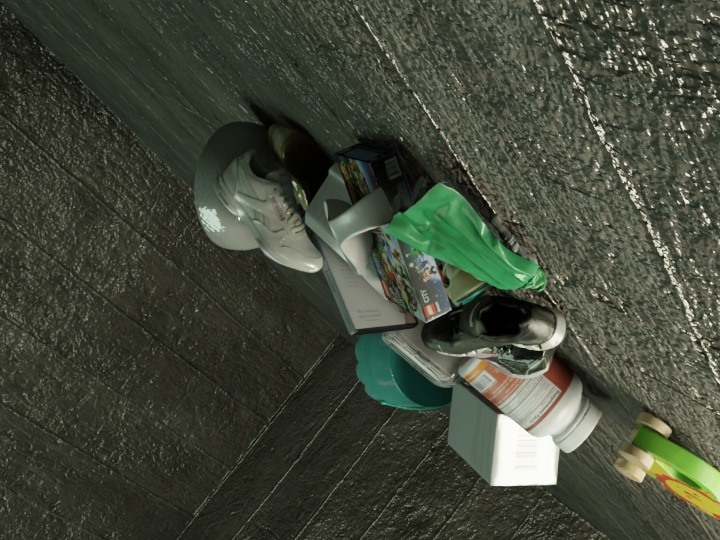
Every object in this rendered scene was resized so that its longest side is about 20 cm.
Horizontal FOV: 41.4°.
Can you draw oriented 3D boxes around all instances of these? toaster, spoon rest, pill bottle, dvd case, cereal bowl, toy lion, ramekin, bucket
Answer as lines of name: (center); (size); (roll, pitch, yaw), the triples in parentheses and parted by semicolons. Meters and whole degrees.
toaster: (0.122, 0.099, 1.558); (0.199, 0.130, 0.114); (40, 172, 2)
spoon rest: (-0.013, -0.049, 1.121); (0.100, 0.060, 0.200); (65, 166, 3)
pill bottle: (0.250, 0.169, 1.392); (0.199, 0.113, 0.112); (40, 173, 2)
dvd case: (0.000, 0.000, 1.418); (0.142, 0.018, 0.202); (-3, -118, -47)
cereal bowl: (-0.163, -0.129, 1.476); (0.082, 0.202, 0.200); (7, 155, 31)
toy lion: (0.448, 0.285, 1.304); (0.190, 0.069, 0.200); (30, 169, 21)
ramekin: (0.010, -0.047, 1.313); (0.202, 0.094, 0.202); (42, 179, 0)
bucket: (0.102, 0.151, 1.709); (0.207, 0.208, 0.134); (42, 164, -18)

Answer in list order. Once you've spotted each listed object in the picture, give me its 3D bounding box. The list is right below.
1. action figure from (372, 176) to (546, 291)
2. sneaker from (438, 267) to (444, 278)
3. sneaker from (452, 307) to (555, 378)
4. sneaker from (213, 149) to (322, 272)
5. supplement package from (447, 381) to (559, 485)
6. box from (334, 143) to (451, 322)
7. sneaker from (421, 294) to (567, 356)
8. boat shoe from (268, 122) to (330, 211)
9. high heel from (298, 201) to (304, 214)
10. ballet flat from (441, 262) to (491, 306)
action figure: (0.125, -0.028, 1.027); (0.199, 0.055, 0.118); (30, 147, -23)
sneaker: (0.063, 0.011, 1.506); (0.074, 0.087, 0.200); (46, 171, -39)
sneaker: (0.169, 0.093, 1.287); (0.198, 0.081, 0.086); (4, 168, 45)
sneaker: (-0.119, -0.083, 1.349); (0.200, 0.100, 0.075); (46, -157, 1)
supplement package: (0.230, 0.257, 1.540); (0.116, 0.119, 0.200); (2, -171, -15)
box: (0.037, -0.048, 1.143); (0.202, 0.037, 0.136); (70, 166, -17)
sneaker: (0.149, 0.064, 1.181); (0.198, 0.067, 0.090); (-6, 158, 37)
boat shoe: (-0.080, -0.141, 1.419); (0.065, 0.072, 0.201); (40, 168, 39)
high heel: (-0.019, -0.053, 1.534); (0.199, 0.097, 0.067); (40, 173, -14)
ballet flat: (0.135, 0.009, 1.246); (0.069, 0.070, 0.200); (39, 173, 5)
